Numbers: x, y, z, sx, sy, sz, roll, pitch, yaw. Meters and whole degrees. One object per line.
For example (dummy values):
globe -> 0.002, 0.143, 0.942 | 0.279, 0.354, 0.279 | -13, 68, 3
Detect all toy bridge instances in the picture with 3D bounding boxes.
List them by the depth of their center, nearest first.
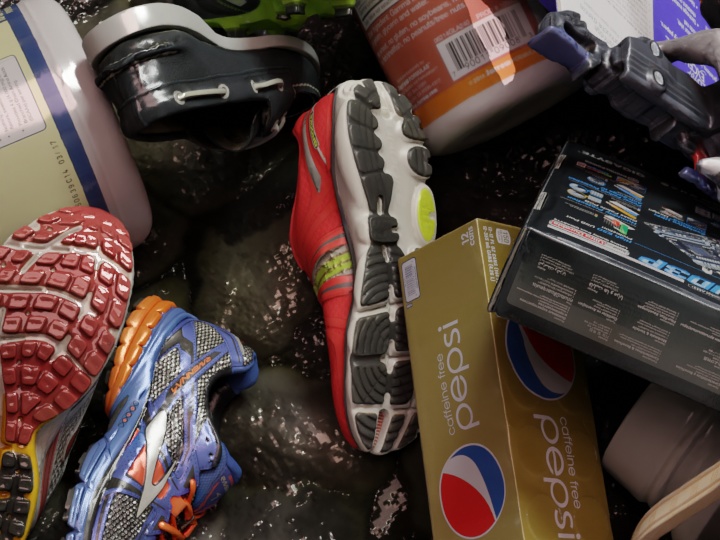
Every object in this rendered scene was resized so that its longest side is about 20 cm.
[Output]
toy bridge -> 0.150, 0.145, 0.735 | 0.067, 0.201, 0.027 | 18, 39, 10

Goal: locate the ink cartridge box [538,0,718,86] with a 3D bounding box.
ink cartridge box -> 0.142, -0.157, 0.887 | 0.043, 0.198, 0.202 | -23, 50, 33

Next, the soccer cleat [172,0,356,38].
soccer cleat -> -0.051, -0.172, 0.906 | 0.067, 0.199, 0.082 | 0, 90, -27

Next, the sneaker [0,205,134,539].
sneaker -> -0.172, 0.061, 0.817 | 0.077, 0.082, 0.202 | 25, 89, -1

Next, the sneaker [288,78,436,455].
sneaker -> 0.000, 0.000, 0.882 | 0.076, 0.085, 0.202 | 5, 77, -39

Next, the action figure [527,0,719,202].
action figure -> 0.181, -0.111, 0.772 | 0.199, 0.104, 0.196 | 19, 63, -33

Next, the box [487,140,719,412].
box -> 0.169, 0.013, 0.758 | 0.198, 0.046, 0.159 | 23, 22, 6

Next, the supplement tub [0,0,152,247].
supplement tub -> -0.226, -0.044, 0.864 | 0.198, 0.145, 0.146 | -24, 65, -11

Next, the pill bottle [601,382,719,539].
pill bottle -> 0.222, 0.121, 0.784 | 0.200, 0.114, 0.114 | 39, 70, 19

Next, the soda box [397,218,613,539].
soda box -> 0.073, 0.082, 0.808 | 0.067, 0.064, 0.202 | 10, 65, -40

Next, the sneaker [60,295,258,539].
sneaker -> -0.102, 0.107, 0.825 | 0.078, 0.076, 0.202 | 11, 65, 3

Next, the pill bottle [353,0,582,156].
pill bottle -> 0.043, -0.176, 0.910 | 0.111, 0.112, 0.202 | -24, 85, -11

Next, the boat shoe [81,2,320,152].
boat shoe -> -0.076, -0.091, 0.872 | 0.075, 0.199, 0.061 | -27, 78, 28
